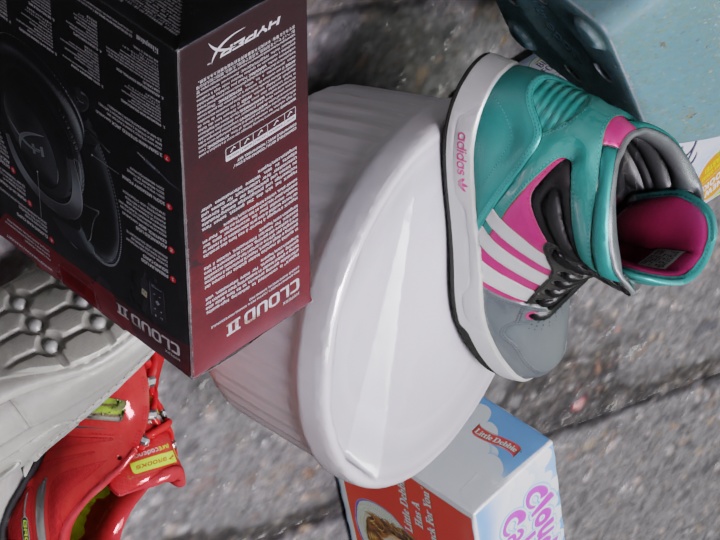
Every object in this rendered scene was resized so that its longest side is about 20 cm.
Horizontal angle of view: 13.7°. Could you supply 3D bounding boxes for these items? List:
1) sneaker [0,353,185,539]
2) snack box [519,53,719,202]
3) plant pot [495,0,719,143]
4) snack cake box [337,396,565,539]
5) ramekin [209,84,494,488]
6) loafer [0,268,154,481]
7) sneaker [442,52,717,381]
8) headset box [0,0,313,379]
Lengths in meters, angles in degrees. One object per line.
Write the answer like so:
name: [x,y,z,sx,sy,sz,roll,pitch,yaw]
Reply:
sneaker: [-0.111,0.068,1.437,0.077,0.085,0.200,-4,122,-52]
snack box: [0.132,-0.069,1.668,0.200,0.053,0.143,-31,142,-34]
plant pot: [0.165,-0.181,1.494,0.200,0.196,0.196,-43,147,-7]
snack cake box: [0.053,0.148,1.701,0.067,0.115,0.200,-41,146,-23]
ramekin: [0.000,0.000,1.485,0.202,0.094,0.203,-41,142,-44]
loafer: [-0.164,0.058,1.367,0.200,0.070,0.070,-31,145,-11]
sneaker: [0.112,-0.010,1.449,0.084,0.120,0.200,-51,148,-33]
headset box: [-0.096,-0.063,1.279,0.077,0.149,0.200,-33,141,-30]
